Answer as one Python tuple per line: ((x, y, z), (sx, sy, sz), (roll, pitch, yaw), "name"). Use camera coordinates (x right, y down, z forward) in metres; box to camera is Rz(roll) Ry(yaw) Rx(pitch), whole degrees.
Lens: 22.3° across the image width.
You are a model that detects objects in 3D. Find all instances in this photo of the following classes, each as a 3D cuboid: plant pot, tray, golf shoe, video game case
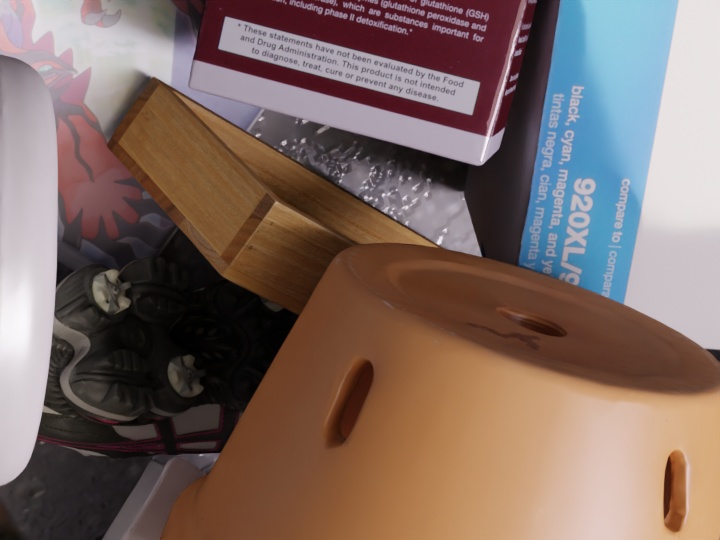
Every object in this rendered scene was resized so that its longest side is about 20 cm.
((0.038, 0.079, 0.612), (0.199, 0.200, 0.141), (9, 105, -32), "plant pot")
((0.000, 0.000, 0.718), (0.200, 0.099, 0.037), (30, 100, -44), "tray")
((-0.068, 0.041, 0.746), (0.088, 0.078, 0.200), (-25, 155, 35), "golf shoe")
((-0.110, -0.108, 0.671), (0.200, 0.023, 0.183), (33, 96, -36), "video game case")

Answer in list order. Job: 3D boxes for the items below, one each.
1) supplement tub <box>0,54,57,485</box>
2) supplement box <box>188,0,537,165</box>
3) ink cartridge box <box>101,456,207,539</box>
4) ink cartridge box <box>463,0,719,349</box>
((-0.204, -0.004, 0.584), (0.199, 0.145, 0.146), (4, 112, -16), "supplement tub")
((0.018, -0.147, 0.620), (0.108, 0.061, 0.201), (16, 101, 7), "supplement box")
((-0.061, 0.159, 0.741), (0.200, 0.067, 0.117), (45, 70, -40), "ink cartridge box")
((0.154, -0.060, 0.723), (0.199, 0.147, 0.145), (5, 113, -6), "ink cartridge box")
